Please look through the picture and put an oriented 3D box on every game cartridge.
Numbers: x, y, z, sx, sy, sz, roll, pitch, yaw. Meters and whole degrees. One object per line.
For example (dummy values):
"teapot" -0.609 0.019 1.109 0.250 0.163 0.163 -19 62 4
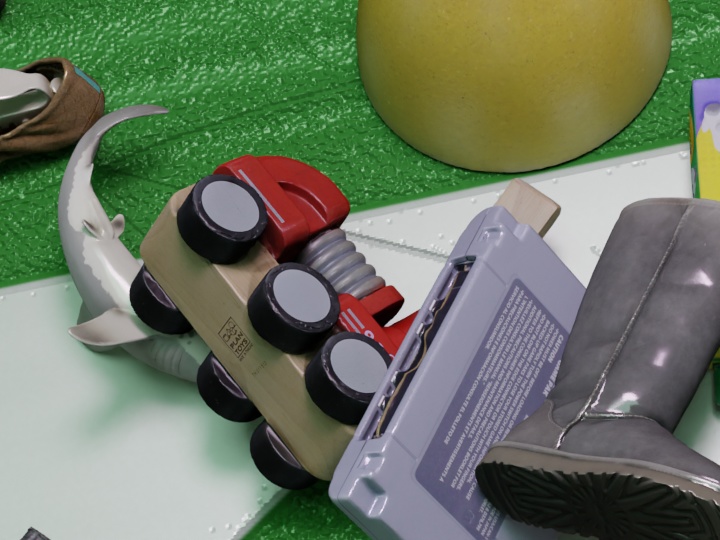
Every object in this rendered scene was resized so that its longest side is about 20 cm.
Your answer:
"game cartridge" 0.070 0.082 1.191 0.041 0.133 0.201 -14 39 51

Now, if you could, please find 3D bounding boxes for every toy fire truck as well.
"toy fire truck" 0.000 0.000 1.259 0.200 0.129 0.176 -27 71 -44

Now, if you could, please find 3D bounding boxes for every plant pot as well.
"plant pot" 0.084 -0.181 1.327 0.199 0.142 0.201 -5 60 9

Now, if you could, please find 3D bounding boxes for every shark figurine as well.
"shark figurine" -0.151 -0.001 1.313 0.128 0.090 0.215 -11 62 -36

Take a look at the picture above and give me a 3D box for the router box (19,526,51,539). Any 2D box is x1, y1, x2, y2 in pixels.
"router box" -0.183 0.260 1.182 0.149 0.051 0.200 31 71 23

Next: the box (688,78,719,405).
"box" 0.251 -0.019 1.262 0.117 0.048 0.201 -4 62 8

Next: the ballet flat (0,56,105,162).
"ballet flat" -0.259 -0.089 1.379 0.199 0.072 0.068 -17 58 1

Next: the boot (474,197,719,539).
"boot" 0.170 0.053 1.153 0.181 0.073 0.200 15 50 36

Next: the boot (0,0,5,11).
"boot" -0.323 -0.246 1.478 0.199 0.073 0.151 3 63 8
